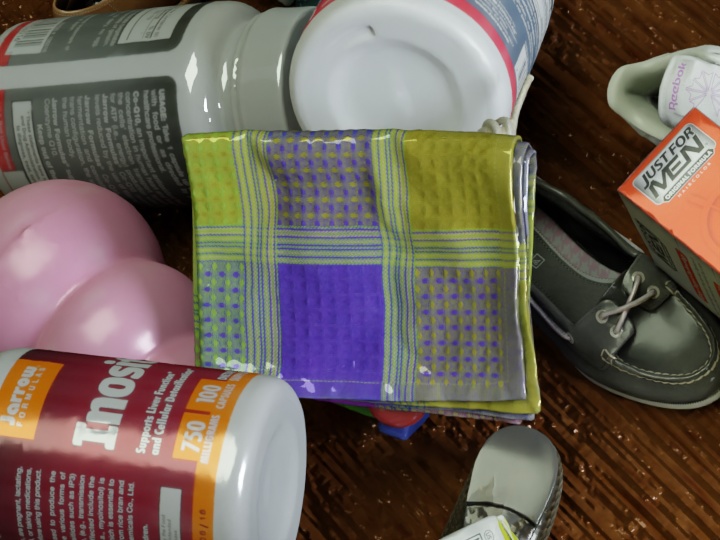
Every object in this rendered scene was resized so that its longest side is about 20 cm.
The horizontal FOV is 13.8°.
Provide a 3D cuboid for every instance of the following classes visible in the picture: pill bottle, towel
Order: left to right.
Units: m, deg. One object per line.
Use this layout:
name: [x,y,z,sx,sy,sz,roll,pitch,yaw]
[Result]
pill bottle: [-0.135,0.099,1.497,0.199,0.113,0.114,5,61,15]
pill bottle: [-0.106,-0.092,1.676,0.199,0.114,0.115,-2,58,29]
towel: [0.000,0.000,1.488,0.199,0.023,0.145,4,101,25]
pill bottle: [0.041,-0.141,1.610,0.119,0.120,0.200,-8,30,21]

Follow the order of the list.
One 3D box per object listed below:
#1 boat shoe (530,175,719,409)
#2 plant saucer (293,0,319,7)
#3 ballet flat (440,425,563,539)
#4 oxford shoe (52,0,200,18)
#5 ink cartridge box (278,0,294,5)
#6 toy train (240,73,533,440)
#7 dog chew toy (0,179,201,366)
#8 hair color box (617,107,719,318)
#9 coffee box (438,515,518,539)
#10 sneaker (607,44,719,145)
boat shoe: [0.113,0.005,1.551,0.067,0.057,0.200,-45,51,-7]
plant saucer: [0.006,-0.093,1.692,0.070,0.019,0.201,-22,53,12]
ballet flat: [0.049,0.172,1.488,0.067,0.046,0.201,21,74,11]
oxford shoe: [-0.110,-0.207,1.789,0.071,0.071,0.200,27,72,38]
ink cartridge box: [-0.049,-0.281,1.690,0.147,0.200,0.145,35,68,8]
toy train: [0.010,-0.025,1.532,0.115,0.085,0.201,19,107,11]
dog chew toy: [-0.134,0.039,1.614,0.125,0.125,0.200,-45,60,-8]
hair color box: [0.223,0.016,1.442,0.061,0.102,0.200,-47,63,-5]
coffee box: [0.039,0.264,1.313,0.197,0.200,0.201,-27,58,6]
sneaker: [0.209,-0.071,1.505,0.199,0.099,0.075,11,87,49]
